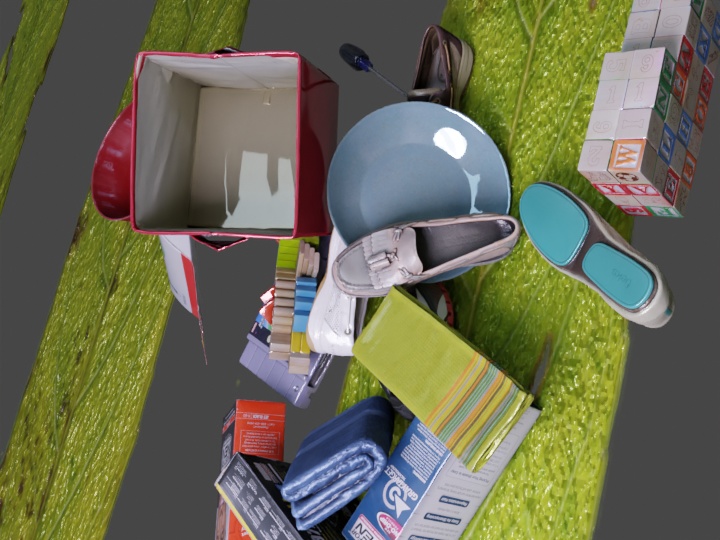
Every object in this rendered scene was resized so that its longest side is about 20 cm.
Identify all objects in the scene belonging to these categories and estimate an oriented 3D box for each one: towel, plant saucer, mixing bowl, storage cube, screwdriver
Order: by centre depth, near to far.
[{"bbox_3d":[0.067,0.093,0.804,0.086,0.018,0.200,-54,45,4],"label":"towel"},{"bbox_3d":[-0.015,0.182,0.863,0.111,0.200,0.049,-33,91,6],"label":"towel"},{"bbox_3d":[-0.124,-0.123,0.910,0.170,0.180,0.201,2,94,10],"label":"storage cube"},{"bbox_3d":[0.062,-0.083,0.948,0.200,0.039,0.202,1,81,-3],"label":"plant saucer"},{"bbox_3d":[0.018,-0.248,1.096,0.028,0.029,0.200,-23,40,-11],"label":"screwdriver"},{"bbox_3d":[-0.295,-0.151,1.288,0.199,0.108,0.201,-16,63,34],"label":"mixing bowl"}]

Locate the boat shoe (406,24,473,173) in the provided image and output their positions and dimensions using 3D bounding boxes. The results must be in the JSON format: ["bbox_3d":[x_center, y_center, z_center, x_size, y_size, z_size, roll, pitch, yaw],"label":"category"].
[{"bbox_3d":[0.078,-0.189,1.008,0.072,0.072,0.201,5,76,42],"label":"boat shoe"}]

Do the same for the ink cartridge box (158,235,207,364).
[{"bbox_3d":[-0.239,0.004,1.151,0.050,0.161,0.201,-6,59,-8],"label":"ink cartridge box"}]

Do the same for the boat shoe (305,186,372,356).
[{"bbox_3d":[0.000,0.000,0.972,0.069,0.071,0.201,10,79,21],"label":"boat shoe"}]

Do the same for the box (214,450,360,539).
[{"bbox_3d":[-0.033,0.268,0.856,0.200,0.159,0.049,41,101,42],"label":"box"}]

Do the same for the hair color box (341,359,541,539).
[{"bbox_3d":[0.078,0.192,0.832,0.060,0.100,0.201,36,96,43],"label":"hair color box"}]

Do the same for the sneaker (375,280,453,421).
[{"bbox_3d":[0.053,0.069,0.907,0.071,0.098,0.201,-27,56,32],"label":"sneaker"}]

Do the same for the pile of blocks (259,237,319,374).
[{"bbox_3d":[-0.083,0.017,1.001,0.082,0.062,0.201,115,159,-68],"label":"pile of blocks"}]

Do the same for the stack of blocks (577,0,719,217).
[{"bbox_3d":[0.272,-0.163,0.803,0.058,0.115,0.201,7,77,42],"label":"stack of blocks"}]

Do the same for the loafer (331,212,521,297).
[{"bbox_3d":[0.067,-0.024,0.886,0.199,0.063,0.072,-14,82,-6],"label":"loafer"}]

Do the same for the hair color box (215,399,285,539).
[{"bbox_3d":[-0.126,0.256,0.980,0.102,0.061,0.201,128,145,-62],"label":"hair color box"}]

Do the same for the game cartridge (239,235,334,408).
[{"bbox_3d":[-0.066,0.051,1.062,0.129,0.038,0.201,28,92,39],"label":"game cartridge"}]

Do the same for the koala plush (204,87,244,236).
[{"bbox_3d":[-0.143,-0.174,1.082,0.176,0.201,0.184,-5,44,13],"label":"koala plush"}]

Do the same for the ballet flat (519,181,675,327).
[{"bbox_3d":[0.223,-0.015,0.820,0.070,0.069,0.200,-49,43,14],"label":"ballet flat"}]
